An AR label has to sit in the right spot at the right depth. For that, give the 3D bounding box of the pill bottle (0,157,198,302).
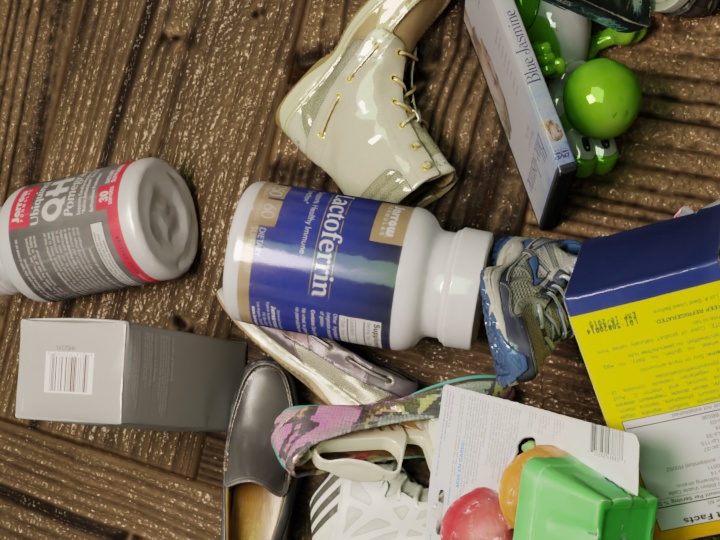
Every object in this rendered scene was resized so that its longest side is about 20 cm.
[{"bbox_3d":[-0.257,-0.031,1.239,0.199,0.111,0.111,-11,79,23],"label":"pill bottle"}]

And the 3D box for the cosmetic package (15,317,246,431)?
[{"bbox_3d":[-0.185,0.091,1.142,0.106,0.200,0.091,0,85,22],"label":"cosmetic package"}]

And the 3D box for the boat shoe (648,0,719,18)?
[{"bbox_3d":[0.236,-0.292,1.074,0.072,0.060,0.202,-23,69,47],"label":"boat shoe"}]

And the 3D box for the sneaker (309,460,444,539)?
[{"bbox_3d":[0.040,0.182,1.091,0.200,0.076,0.116,-21,76,24],"label":"sneaker"}]

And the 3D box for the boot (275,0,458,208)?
[{"bbox_3d":[0.037,-0.140,1.138,0.200,0.072,0.155,-45,67,19],"label":"boot"}]

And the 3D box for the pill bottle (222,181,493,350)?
[{"bbox_3d":[0.000,0.000,1.082,0.199,0.116,0.116,10,87,8],"label":"pill bottle"}]

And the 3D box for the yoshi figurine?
[{"bbox_3d":[0.169,-0.176,1.065,0.112,0.112,0.201,-19,78,15],"label":"yoshi figurine"}]

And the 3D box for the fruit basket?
[{"bbox_3d":[0.116,0.188,0.962,0.200,0.093,0.186,9,93,58],"label":"fruit basket"}]

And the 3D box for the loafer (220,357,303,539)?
[{"bbox_3d":[-0.082,0.173,1.142,0.072,0.072,0.201,1,86,3],"label":"loafer"}]

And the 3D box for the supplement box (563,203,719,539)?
[{"bbox_3d":[0.229,0.074,0.954,0.108,0.110,0.201,-15,107,22],"label":"supplement box"}]

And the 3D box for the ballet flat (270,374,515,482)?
[{"bbox_3d":[0.031,0.132,1.065,0.199,0.069,0.071,-7,45,-11],"label":"ballet flat"}]

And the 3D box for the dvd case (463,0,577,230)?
[{"bbox_3d":[0.121,-0.143,1.064,0.017,0.143,0.201,-17,75,-3],"label":"dvd case"}]

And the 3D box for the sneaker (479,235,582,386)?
[{"bbox_3d":[0.137,0.019,1.012,0.085,0.200,0.077,-8,112,14],"label":"sneaker"}]

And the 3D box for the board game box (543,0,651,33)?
[{"bbox_3d":[0.170,-0.287,0.998,0.028,0.135,0.201,-2,83,42],"label":"board game box"}]

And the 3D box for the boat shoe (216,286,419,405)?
[{"bbox_3d":[-0.034,0.062,1.148,0.200,0.072,0.065,38,94,20],"label":"boat shoe"}]

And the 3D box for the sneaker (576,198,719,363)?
[{"bbox_3d":[0.244,0.000,1.037,0.200,0.070,0.082,-34,45,21],"label":"sneaker"}]
